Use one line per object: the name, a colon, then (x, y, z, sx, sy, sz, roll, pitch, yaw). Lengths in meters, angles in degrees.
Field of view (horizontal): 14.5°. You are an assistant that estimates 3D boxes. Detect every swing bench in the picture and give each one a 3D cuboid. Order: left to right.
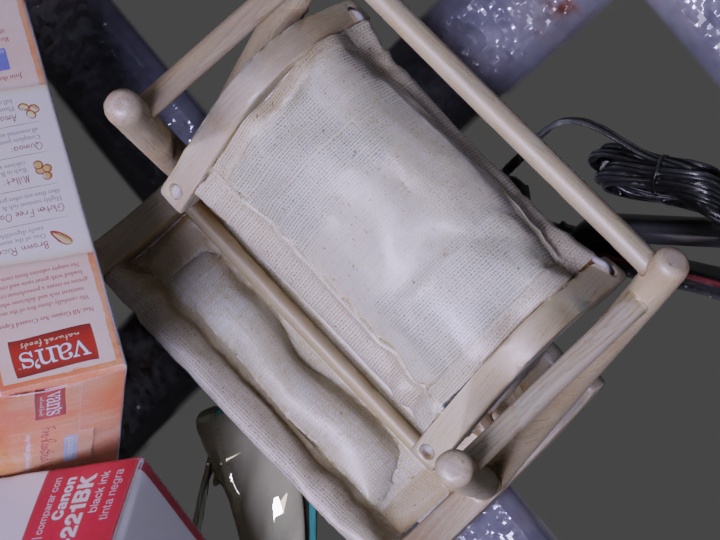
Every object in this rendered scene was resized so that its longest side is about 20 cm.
swing bench: (0.000, 0.000, 1.132, 0.199, 0.130, 0.200, 46, 162, 8)

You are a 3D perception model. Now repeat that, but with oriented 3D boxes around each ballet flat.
ballet flat: (-0.044, 0.151, 1.252, 0.069, 0.069, 0.201, 1, 99, 29)

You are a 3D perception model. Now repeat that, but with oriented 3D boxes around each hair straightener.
hair straightener: (0.143, -0.026, 1.116, 0.200, 0.041, 0.077, 15, 112, 30)

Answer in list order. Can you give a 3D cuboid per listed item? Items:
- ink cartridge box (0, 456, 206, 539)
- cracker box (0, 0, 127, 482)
ink cartridge box: (-0.151, 0.164, 1.183, 0.199, 0.084, 0.144, -10, 133, 26)
cracker box: (-0.150, -0.014, 1.185, 0.134, 0.058, 0.201, 104, 150, -63)
